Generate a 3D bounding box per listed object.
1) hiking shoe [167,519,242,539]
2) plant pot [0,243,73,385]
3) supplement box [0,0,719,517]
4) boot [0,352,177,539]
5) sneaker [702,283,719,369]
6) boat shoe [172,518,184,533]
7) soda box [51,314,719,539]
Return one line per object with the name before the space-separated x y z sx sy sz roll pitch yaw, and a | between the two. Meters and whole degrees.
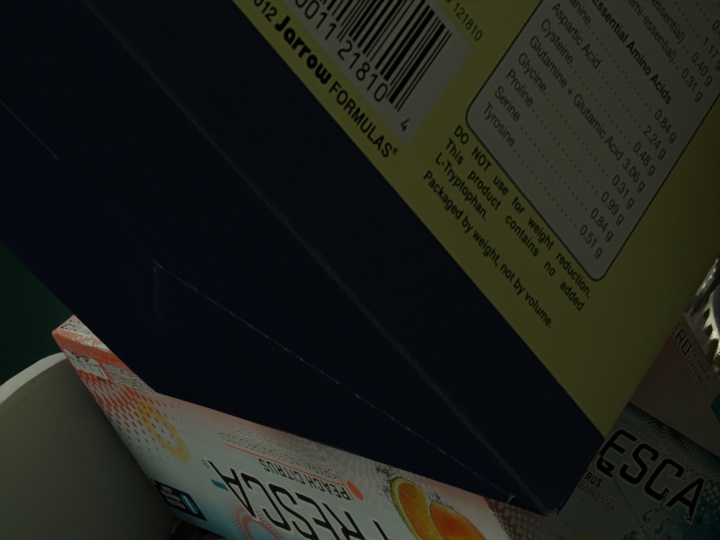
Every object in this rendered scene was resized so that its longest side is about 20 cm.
hiking shoe | -0.039 0.130 0.698 0.101 0.075 0.201 -39 27 51
plant pot | -0.173 0.028 0.842 0.201 0.199 0.135 -64 13 -14
supplement box | -0.004 -0.099 0.548 0.134 0.200 0.200 13 63 48
boot | -0.129 0.101 0.729 0.095 0.074 0.200 -8 38 46
sneaker | 0.117 0.013 0.488 0.090 0.075 0.200 -59 20 17
boat shoe | 0.000 0.000 0.800 0.201 0.072 0.065 -57 28 -10
soda box | 0.007 0.033 0.661 0.064 0.069 0.200 -41 26 -20
